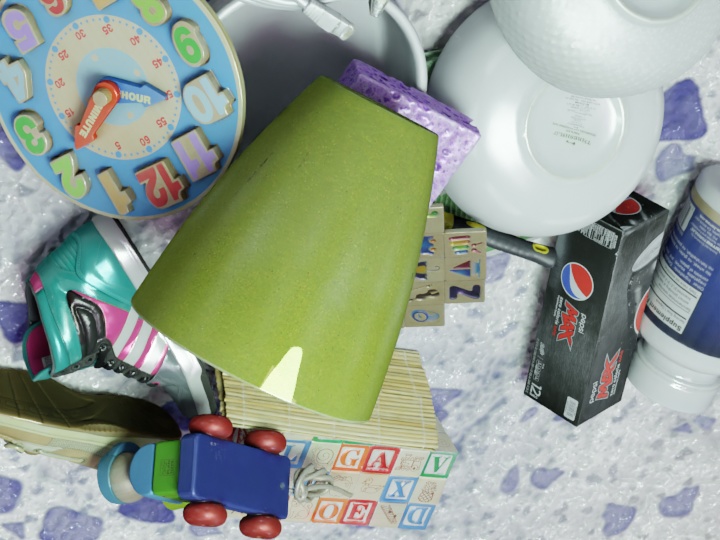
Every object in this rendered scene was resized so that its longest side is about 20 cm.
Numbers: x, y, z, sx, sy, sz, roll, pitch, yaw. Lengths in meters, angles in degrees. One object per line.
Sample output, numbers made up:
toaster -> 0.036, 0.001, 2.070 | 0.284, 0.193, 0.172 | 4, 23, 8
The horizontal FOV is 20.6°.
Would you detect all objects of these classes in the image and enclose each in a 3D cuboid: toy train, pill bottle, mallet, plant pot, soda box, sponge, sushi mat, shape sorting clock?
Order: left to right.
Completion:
shape sorting clock -> -0.174, -0.128, 1.388 | 0.200, 0.039, 0.200 | 9, 120, 16
toy train -> -0.109, 0.174, 1.595 | 0.116, 0.085, 0.200 | -7, 163, 34
plant pot -> -0.032, -0.026, 1.373 | 0.187, 0.187, 0.200 | 23, 98, -33
sushi mat -> -0.029, 0.097, 1.637 | 0.200, 0.096, 0.012 | 9, 141, -27
sponge -> -0.012, -0.051, 1.472 | 0.111, 0.030, 0.200 | 26, 112, -27
mallet -> 0.064, -0.047, 1.577 | 0.200, 0.066, 0.041 | 13, 137, -23
soda box -> 0.199, 0.028, 1.684 | 0.071, 0.063, 0.200 | -24, 135, -41
pill bottle -> 0.303, 0.020, 1.703 | 0.111, 0.111, 0.200 | 8, 120, -26

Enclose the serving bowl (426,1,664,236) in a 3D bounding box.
serving bowl -> 0.152, -0.118, 1.531 | 0.200, 0.066, 0.200 | -5, 106, -20

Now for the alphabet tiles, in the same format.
alphabet tiles -> 0.000, 0.000, 1.575 | 0.200, 0.006, 0.167 | -3, 146, 2

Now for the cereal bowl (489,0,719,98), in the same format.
cereal bowl -> 0.197, -0.227, 1.455 | 0.200, 0.083, 0.200 | -1, 93, -23

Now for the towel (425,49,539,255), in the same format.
towel -> 0.108, -0.101, 1.599 | 0.152, 0.023, 0.200 | -17, 126, -12

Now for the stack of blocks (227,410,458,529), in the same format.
stack of blocks -> -0.021, 0.155, 1.698 | 0.200, 0.059, 0.115 | 8, 120, -26

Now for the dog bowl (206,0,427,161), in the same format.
dog bowl -> -0.057, -0.142, 1.466 | 0.200, 0.079, 0.200 | -11, 126, -15

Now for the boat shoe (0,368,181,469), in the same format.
boat shoe -> -0.240, 0.129, 1.587 | 0.200, 0.073, 0.063 | 13, 117, -38

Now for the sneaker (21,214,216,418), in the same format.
sneaker -> -0.199, 0.060, 1.543 | 0.121, 0.084, 0.200 | -30, 121, -6

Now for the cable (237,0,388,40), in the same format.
cable -> -0.051, -0.276, 1.337 | 0.200, 0.069, 0.200 | 23, 88, -15
